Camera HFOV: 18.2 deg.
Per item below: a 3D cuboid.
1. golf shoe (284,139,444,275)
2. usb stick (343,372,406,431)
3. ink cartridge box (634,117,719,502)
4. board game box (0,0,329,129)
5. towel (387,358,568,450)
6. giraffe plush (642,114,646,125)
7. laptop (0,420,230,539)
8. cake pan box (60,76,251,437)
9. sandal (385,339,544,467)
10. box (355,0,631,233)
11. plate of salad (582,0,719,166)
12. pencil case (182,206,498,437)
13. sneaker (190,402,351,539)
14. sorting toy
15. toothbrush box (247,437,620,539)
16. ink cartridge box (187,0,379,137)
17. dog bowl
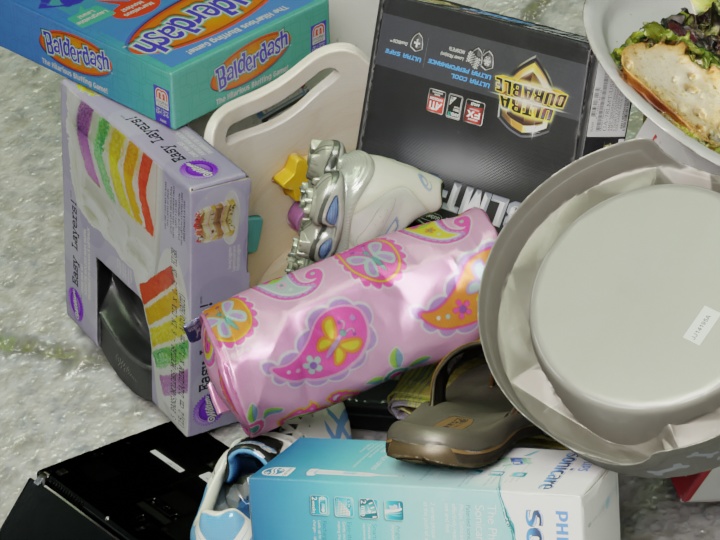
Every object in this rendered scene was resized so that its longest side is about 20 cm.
[{"bbox_3d":[0.000,0.000,1.441,0.096,0.201,0.079,6,57,-7],"label":"golf shoe"},{"bbox_3d":[0.021,0.082,1.486,0.198,0.033,0.056,2,45,22],"label":"usb stick"},{"bbox_3d":[0.217,0.017,1.362,0.082,0.147,0.201,0,48,-27],"label":"ink cartridge box"},{"bbox_3d":[-0.143,-0.173,1.555,0.199,0.045,0.152,26,40,34],"label":"board game box"},{"bbox_3d":[0.117,0.050,1.455,0.142,0.023,0.200,5,32,27],"label":"towel"},{"bbox_3d":[0.299,-0.089,1.492,0.161,0.174,0.200,-7,28,-19],"label":"giraffe plush"},{"bbox_3d":[-0.137,0.199,1.438,0.199,0.104,0.177,-19,36,-40],"label":"laptop"},{"bbox_3d":[-0.141,-0.012,1.526,0.052,0.202,0.184,-15,37,-28],"label":"cake pan box"},{"bbox_3d":[0.066,0.070,1.308,0.081,0.055,0.200,2,8,24],"label":"sandal"},{"bbox_3d":[0.077,-0.063,1.443,0.049,0.200,0.199,0,16,-43],"label":"box"},{"bbox_3d":[0.225,-0.121,1.349,0.198,0.048,0.201,19,36,-14],"label":"plate of salad"},{"bbox_3d":[-0.001,0.032,1.361,0.198,0.088,0.088,-22,42,-7],"label":"pencil case"},{"bbox_3d":[-0.052,0.119,1.392,0.071,0.073,0.200,3,33,14],"label":"sneaker"},{"bbox_3d":[-0.034,-0.061,1.544,0.199,0.181,0.107,-31,43,-14],"label":"sorting toy"},{"bbox_3d":[0.045,0.179,1.279,0.198,0.148,0.085,0,13,22],"label":"toothbrush box"},{"bbox_3d":[-0.086,-0.161,1.692,0.199,0.145,0.147,-31,44,-14],"label":"ink cartridge box"},{"bbox_3d":[0.167,0.024,1.244,0.198,0.059,0.202,-10,57,16],"label":"dog bowl"}]
